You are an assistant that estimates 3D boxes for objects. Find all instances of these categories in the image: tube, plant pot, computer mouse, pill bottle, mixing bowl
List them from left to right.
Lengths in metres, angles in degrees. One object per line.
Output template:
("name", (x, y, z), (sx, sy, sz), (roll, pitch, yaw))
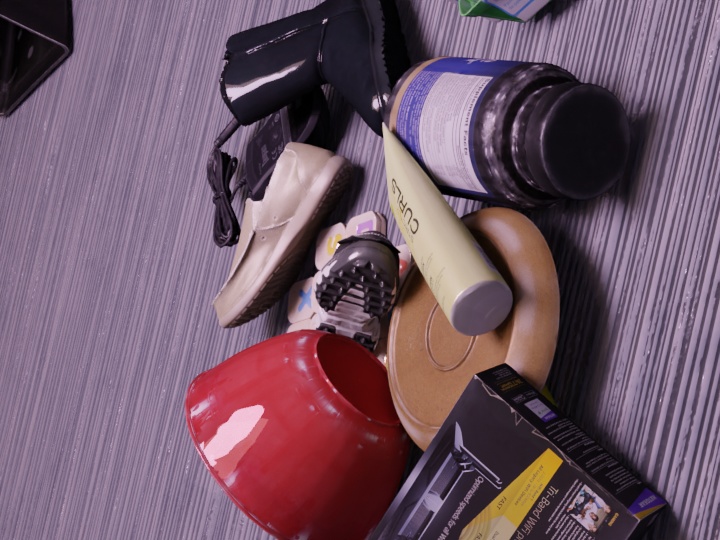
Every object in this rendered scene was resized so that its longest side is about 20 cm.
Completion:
("plant pot", (-0.482, -0.347, 2.370), (0.200, 0.198, 0.179), (-32, 43, 48))
("computer mouse", (-0.084, -0.123, 1.808), (0.200, 0.046, 0.141), (-50, 35, 33))
("mixing bowl", (-0.033, 0.121, 1.513), (0.108, 0.199, 0.201), (-47, 42, 23))
("tube", (0.054, -0.028, 1.425), (0.058, 0.052, 0.201), (-53, 38, 21))
("plant pot", (0.077, 0.047, 1.431), (0.199, 0.027, 0.202), (-27, 57, 50))
("pill bottle", (0.113, -0.106, 1.442), (0.199, 0.111, 0.113), (14, 90, 56))

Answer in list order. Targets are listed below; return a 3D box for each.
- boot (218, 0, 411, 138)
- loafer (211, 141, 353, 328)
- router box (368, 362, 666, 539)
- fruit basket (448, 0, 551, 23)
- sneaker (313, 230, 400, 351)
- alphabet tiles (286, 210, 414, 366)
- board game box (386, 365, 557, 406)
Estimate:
("boot", (-0.039, -0.164, 1.665), (0.167, 0.076, 0.201), (-24, 47, 16))
("loafer", (-0.081, -0.035, 1.730), (0.068, 0.076, 0.201), (39, 106, 16))
("router box", (0.101, 0.194, 1.341), (0.157, 0.052, 0.201), (41, 116, 20))
("fruit basket", (0.086, -0.273, 1.463), (0.185, 0.199, 0.095), (-39, 47, 42))
("sneaker", (0.000, 0.000, 1.542), (0.200, 0.066, 0.091), (103, -179, -69))
("alphabet tiles", (-0.016, 0.052, 1.668), (0.195, 0.014, 0.202), (-17, 64, 53))
("board game box", (0.094, 0.110, 1.449), (0.102, 0.047, 0.201), (-57, 37, 27))
